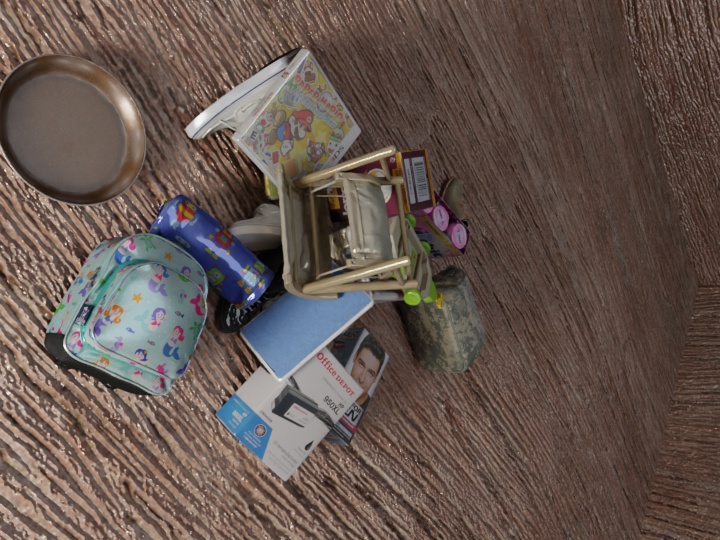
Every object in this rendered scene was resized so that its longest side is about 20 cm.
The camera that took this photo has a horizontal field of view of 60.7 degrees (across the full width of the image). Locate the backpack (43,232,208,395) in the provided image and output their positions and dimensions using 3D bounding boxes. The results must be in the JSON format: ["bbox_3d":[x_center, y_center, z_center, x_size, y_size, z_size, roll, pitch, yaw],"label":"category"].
[{"bbox_3d":[-0.299,0.051,0.833,0.177,0.150,0.201,39,55,-38],"label":"backpack"}]

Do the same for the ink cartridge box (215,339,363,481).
[{"bbox_3d":[-0.113,0.218,1.021,0.200,0.084,0.145,-47,123,-16],"label":"ink cartridge box"}]

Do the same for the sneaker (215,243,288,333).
[{"bbox_3d":[-0.154,0.019,1.019,0.060,0.104,0.200,53,52,-32],"label":"sneaker"}]

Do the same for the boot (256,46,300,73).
[{"bbox_3d":[-0.118,-0.270,1.107,0.187,0.064,0.200,-51,121,-21],"label":"boot"}]

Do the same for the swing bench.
[{"bbox_3d":[-0.023,-0.068,0.970,0.130,0.199,0.200,60,23,-69],"label":"swing bench"}]

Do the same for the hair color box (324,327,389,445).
[{"bbox_3d":[-0.027,0.219,1.179,0.099,0.060,0.201,50,52,-33],"label":"hair color box"}]

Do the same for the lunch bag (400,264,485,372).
[{"bbox_3d":[0.199,0.110,1.379,0.168,0.139,0.201,-37,115,-42],"label":"lunch bag"}]

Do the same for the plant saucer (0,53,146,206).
[{"bbox_3d":[-0.388,-0.185,0.828,0.200,0.032,0.202,6,83,-48],"label":"plant saucer"}]

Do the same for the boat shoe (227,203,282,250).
[{"bbox_3d":[-0.150,-0.082,1.063,0.199,0.072,0.069,-10,73,-41],"label":"boat shoe"}]

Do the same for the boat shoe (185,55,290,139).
[{"bbox_3d":[-0.177,-0.251,0.983,0.202,0.075,0.086,-37,105,-10],"label":"boat shoe"}]

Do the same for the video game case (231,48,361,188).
[{"bbox_3d":[-0.096,-0.224,1.009,0.182,0.023,0.200,-54,143,-8],"label":"video game case"}]

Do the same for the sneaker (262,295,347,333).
[{"bbox_3d":[-0.094,0.078,1.109,0.199,0.074,0.088,8,77,-48],"label":"sneaker"}]

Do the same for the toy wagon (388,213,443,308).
[{"bbox_3d":[0.099,-0.004,1.153,0.200,0.039,0.156,58,31,-30],"label":"toy wagon"}]

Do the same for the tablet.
[{"bbox_3d":[-0.088,0.077,1.002,0.200,0.130,0.014,-39,146,-13],"label":"tablet"}]

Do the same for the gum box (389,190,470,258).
[{"bbox_3d":[0.139,-0.108,1.345,0.200,0.113,0.066,41,59,-38],"label":"gum box"}]

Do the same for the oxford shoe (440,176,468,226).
[{"bbox_3d":[0.234,-0.133,1.480,0.070,0.074,0.201,21,72,-44],"label":"oxford shoe"}]

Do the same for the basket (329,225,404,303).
[{"bbox_3d":[0.000,0.000,1.139,0.200,0.123,0.136,3,74,-61],"label":"basket"}]

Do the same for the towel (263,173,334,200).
[{"bbox_3d":[-0.112,-0.225,1.070,0.143,0.023,0.201,-14,107,-35],"label":"towel"}]

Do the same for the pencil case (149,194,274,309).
[{"bbox_3d":[-0.227,-0.026,0.928,0.200,0.087,0.078,42,32,-17],"label":"pencil case"}]

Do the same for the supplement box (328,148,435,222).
[{"bbox_3d":[0.033,-0.158,1.166,0.085,0.199,0.111,-17,100,-46],"label":"supplement box"}]
